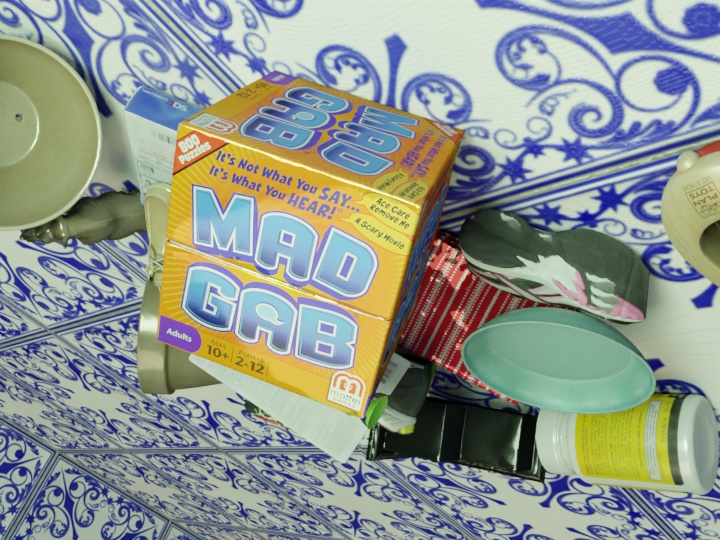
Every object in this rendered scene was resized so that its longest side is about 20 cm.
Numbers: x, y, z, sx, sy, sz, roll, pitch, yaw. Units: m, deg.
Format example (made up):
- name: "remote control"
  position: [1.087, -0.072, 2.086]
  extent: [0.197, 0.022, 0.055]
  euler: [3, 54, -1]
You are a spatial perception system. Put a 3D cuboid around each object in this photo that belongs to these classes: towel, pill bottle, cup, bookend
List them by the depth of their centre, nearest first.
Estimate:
- name: "cup"
  position: [-0.404, -0.158, 0.867]
  extent: [0.200, 0.201, 0.143]
  euler: [45, 169, -32]
- name: "towel"
  position: [0.126, 0.054, 0.876]
  extent: [0.198, 0.023, 0.146]
  euler: [27, 112, -3]
- name: "pill bottle"
  position: [0.327, 0.210, 0.963]
  extent: [0.198, 0.116, 0.115]
  euler: [-6, 138, 40]
- name: "bookend"
  position: [0.141, 0.231, 1.067]
  extent: [0.197, 0.094, 0.198]
  euler: [6, 172, 27]

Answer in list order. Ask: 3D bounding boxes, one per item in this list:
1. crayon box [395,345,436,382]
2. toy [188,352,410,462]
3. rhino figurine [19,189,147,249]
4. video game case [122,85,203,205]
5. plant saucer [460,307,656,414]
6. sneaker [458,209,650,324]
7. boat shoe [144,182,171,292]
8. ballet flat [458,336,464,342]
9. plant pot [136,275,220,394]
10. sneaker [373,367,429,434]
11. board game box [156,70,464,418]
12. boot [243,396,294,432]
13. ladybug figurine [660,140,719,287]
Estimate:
- name: "crayon box"
  position: [-0.003, 0.112, 1.021]
  extent: [0.197, 0.059, 0.172]
  euler: [18, -178, 11]
- name: "toy"
  position: [-0.059, 0.097, 0.771]
  extent: [0.198, 0.116, 0.047]
  euler: [27, 157, 27]
- name: "rhino figurine"
  position: [-0.329, -0.062, 0.946]
  extent: [0.086, 0.199, 0.061]
  euler: [4, 105, 30]
- name: "video game case"
  position: [-0.164, -0.104, 0.892]
  extent: [0.197, 0.046, 0.182]
  euler: [23, 150, 3]
- name: "plant saucer"
  position: [0.204, 0.090, 0.808]
  extent: [0.196, 0.036, 0.201]
  euler: [13, 150, 8]
- name: "sneaker"
  position: [0.196, 0.000, 0.793]
  extent: [0.197, 0.081, 0.087]
  euler: [25, 162, 15]
- name: "boat shoe"
  position: [-0.219, -0.004, 0.926]
  extent: [0.071, 0.065, 0.203]
  euler: [5, 121, 28]
- name: "ballet flat"
  position: [0.161, 0.081, 0.928]
  extent: [0.197, 0.068, 0.068]
  euler: [26, 153, -2]
- name: "plant pot"
  position: [-0.204, 0.079, 1.083]
  extent: [0.170, 0.203, 0.201]
  euler: [6, 148, -2]
- name: "sneaker"
  position: [-0.006, 0.105, 0.898]
  extent: [0.198, 0.085, 0.074]
  euler: [33, 177, 13]
- name: "board game box"
  position: [-0.040, -0.035, 0.697]
  extent: [0.197, 0.200, 0.203]
  euler: [18, 119, 8]
- name: "boot"
  position: [-0.103, 0.076, 0.846]
  extent: [0.201, 0.156, 0.074]
  euler: [21, 167, 15]
- name: "ladybug figurine"
  position: [0.328, -0.041, 0.626]
  extent: [0.199, 0.073, 0.135]
  euler: [36, 148, -20]
